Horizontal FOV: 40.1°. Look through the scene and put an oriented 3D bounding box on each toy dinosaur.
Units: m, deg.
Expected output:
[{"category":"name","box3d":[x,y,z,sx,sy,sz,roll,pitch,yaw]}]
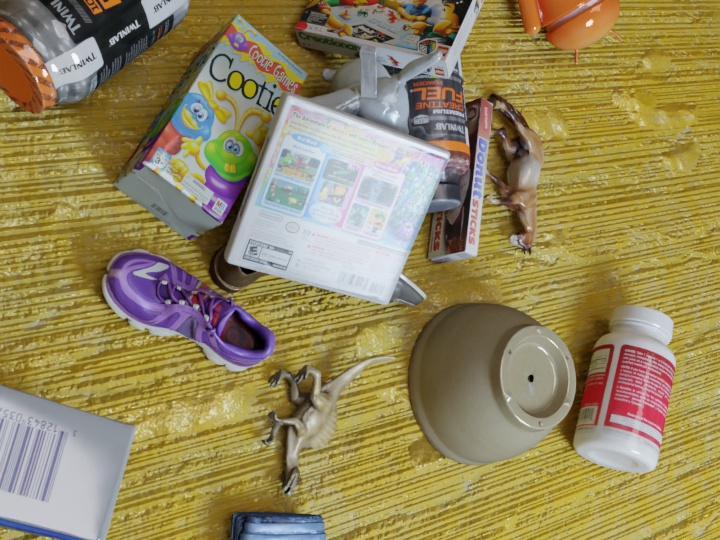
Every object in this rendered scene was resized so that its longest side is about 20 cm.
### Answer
[{"category":"toy dinosaur","box3d":[-0.052,0.149,1.108,0.101,0.058,0.201,48,68,-32]}]

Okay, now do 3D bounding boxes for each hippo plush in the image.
[{"category":"hippo plush","box3d":[-0.016,-0.177,1.101,0.156,0.162,0.204,2,120,-12]}]

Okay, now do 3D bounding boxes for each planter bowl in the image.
[{"category":"planter bowl","box3d":[0.176,0.133,1.195,0.197,0.134,0.205,6,78,-31]}]

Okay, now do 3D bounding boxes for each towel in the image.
[{"category":"towel","box3d":[-0.091,0.360,1.040,0.110,0.048,0.205,10,76,-30]}]

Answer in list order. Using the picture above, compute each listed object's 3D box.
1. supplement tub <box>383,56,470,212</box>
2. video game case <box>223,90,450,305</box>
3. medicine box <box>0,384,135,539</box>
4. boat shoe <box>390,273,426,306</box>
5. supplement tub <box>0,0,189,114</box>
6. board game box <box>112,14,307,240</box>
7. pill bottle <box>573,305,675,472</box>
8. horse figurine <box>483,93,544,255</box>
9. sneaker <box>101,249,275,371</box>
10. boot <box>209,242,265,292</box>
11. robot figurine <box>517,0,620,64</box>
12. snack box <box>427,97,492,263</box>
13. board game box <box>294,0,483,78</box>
[{"category":"supplement tub","box3d":[0.080,-0.177,1.206,0.105,0.106,0.205,-1,82,-31]},{"category":"video game case","box3d":[-0.023,-0.070,1.032,0.197,0.024,0.185,15,107,-26]},{"category":"medicine box","box3d":[-0.317,0.162,0.845,0.180,0.199,0.105,22,68,-26]},{"category":"boat shoe","box3d":[0.000,0.000,1.144,0.057,0.067,0.199,-53,131,0]},{"category":"supplement tub","box3d":[-0.277,-0.254,0.989,0.123,0.122,0.200,50,60,-14]},{"category":"board game box","box3d":[-0.159,-0.152,1.055,0.104,0.102,0.202,36,65,-21]},{"category":"pill bottle","box3d":[0.358,0.156,1.316,0.111,0.112,0.203,28,68,-24]},{"category":"horse figurine","box3d":[0.202,-0.138,1.305,0.131,0.049,0.204,24,63,-39]},{"category":"sneaker","box3d":[-0.171,0.036,1.027,0.198,0.083,0.082,28,68,-24]},{"category":"boot","box3d":[-0.081,-0.053,1.104,0.074,0.075,0.200,48,60,-13]},{"category":"robot figurine","box3d":[0.284,-0.394,1.368,0.202,0.115,0.144,60,38,-7]},{"category":"snack box","box3d":[0.126,-0.113,1.243,0.024,0.071,0.204,18,72,-33]},{"category":"board game box","box3d":[0.035,-0.305,1.168,0.035,0.196,0.128,69,42,-59]}]
